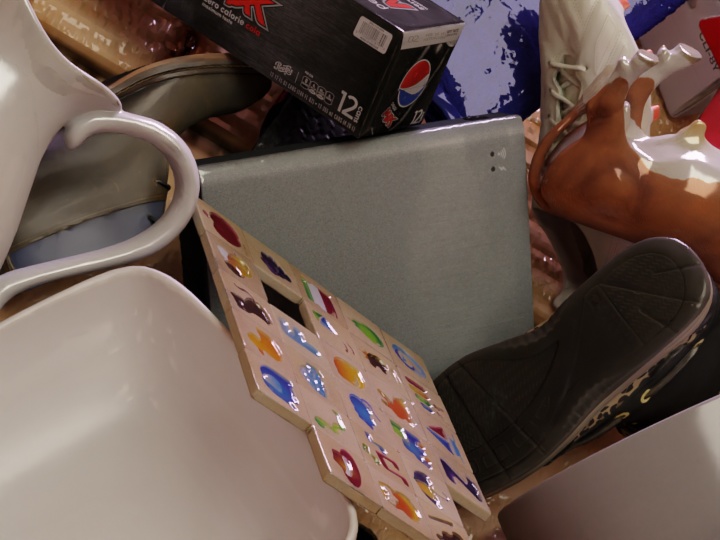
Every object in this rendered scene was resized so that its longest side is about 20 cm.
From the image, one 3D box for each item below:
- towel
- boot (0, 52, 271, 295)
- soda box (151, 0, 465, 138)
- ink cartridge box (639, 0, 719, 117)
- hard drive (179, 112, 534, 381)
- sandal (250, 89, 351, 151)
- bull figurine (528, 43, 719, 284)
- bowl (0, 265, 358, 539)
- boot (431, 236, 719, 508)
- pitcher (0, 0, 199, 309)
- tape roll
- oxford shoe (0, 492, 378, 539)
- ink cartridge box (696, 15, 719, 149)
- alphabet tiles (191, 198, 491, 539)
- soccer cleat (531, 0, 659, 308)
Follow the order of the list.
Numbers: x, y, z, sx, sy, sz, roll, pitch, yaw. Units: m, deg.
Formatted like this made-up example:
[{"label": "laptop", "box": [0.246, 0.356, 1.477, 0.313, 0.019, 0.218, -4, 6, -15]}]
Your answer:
[{"label": "towel", "box": [0.091, -0.174, 1.327, 0.199, 0.050, 0.148, -35, 90, -13]}, {"label": "boot", "box": [-0.121, -0.053, 1.184, 0.199, 0.075, 0.098, -16, 92, -32]}, {"label": "soda box", "box": [-0.047, -0.148, 1.202, 0.199, 0.064, 0.071, 35, 26, 22]}, {"label": "ink cartridge box", "box": [0.261, -0.189, 1.443, 0.199, 0.083, 0.146, -13, 75, -34]}, {"label": "hard drive", "box": [0.000, 0.000, 1.197, 0.199, 0.033, 0.141, -11, 104, -30]}, {"label": "sandal", "box": [-0.019, -0.078, 1.252, 0.075, 0.045, 0.201, 22, 65, -11]}, {"label": "bull figurine", "box": [0.192, -0.044, 1.226, 0.198, 0.122, 0.065, 17, 24, -13]}, {"label": "bowl", "box": [-0.121, 0.116, 1.023, 0.199, 0.075, 0.200, -31, 60, -18]}, {"label": "boot", "box": [0.122, 0.068, 1.229, 0.073, 0.200, 0.150, 55, 14, 26]}, {"label": "pitcher", "box": [-0.187, -0.026, 1.064, 0.171, 0.121, 0.200, 42, 82, -10]}, {"label": "tape roll", "box": [0.172, 0.114, 1.177, 0.199, 0.200, 0.067, -16, 76, -34]}, {"label": "oxford shoe", "box": [-0.086, 0.124, 1.098, 0.198, 0.075, 0.071, 5, 66, -18]}, {"label": "ink cartridge box", "box": [0.284, -0.059, 1.289, 0.084, 0.199, 0.176, -51, 123, -36]}, {"label": "alphabet tiles", "box": [-0.003, 0.059, 1.079, 0.167, 0.008, 0.200, 36, 17, -31]}, {"label": "soccer cleat", "box": [0.125, -0.069, 1.276, 0.077, 0.069, 0.202, -24, 115, -24]}]
